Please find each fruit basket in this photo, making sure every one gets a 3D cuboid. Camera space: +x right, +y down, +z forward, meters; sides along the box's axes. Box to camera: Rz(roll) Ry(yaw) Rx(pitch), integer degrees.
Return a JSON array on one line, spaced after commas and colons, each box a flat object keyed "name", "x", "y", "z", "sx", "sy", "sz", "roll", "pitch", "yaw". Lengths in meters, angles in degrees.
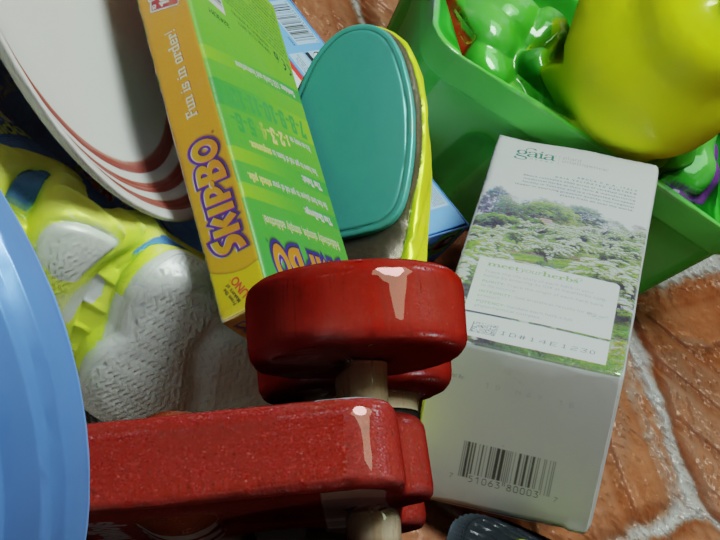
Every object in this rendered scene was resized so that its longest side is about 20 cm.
[{"name": "fruit basket", "x": 0.121, "y": -0.099, "z": 1.067, "sx": 0.215, "sy": 0.216, "sz": 0.156, "roll": 30, "pitch": 33, "yaw": -19}]

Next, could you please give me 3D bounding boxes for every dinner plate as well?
[{"name": "dinner plate", "x": -0.109, "y": -0.109, "z": 0.814, "sx": 0.201, "sy": 0.024, "sz": 0.201, "roll": 56, "pitch": 22, "yaw": -37}]

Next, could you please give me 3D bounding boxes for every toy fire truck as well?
[{"name": "toy fire truck", "x": -0.049, "y": 0.069, "z": 0.677, "sx": 0.166, "sy": 0.200, "sz": 0.113, "roll": -4, "pitch": 79, "yaw": -2}]

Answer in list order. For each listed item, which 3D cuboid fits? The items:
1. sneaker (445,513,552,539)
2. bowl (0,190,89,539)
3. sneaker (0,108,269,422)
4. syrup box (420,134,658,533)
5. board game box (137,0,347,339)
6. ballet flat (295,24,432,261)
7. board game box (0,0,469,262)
[{"name": "sneaker", "x": 0.047, "y": 0.145, "z": 0.831, "sx": 0.065, "sy": 0.079, "sz": 0.200, "roll": 22, "pitch": 9, "yaw": 14}, {"name": "bowl", "x": -0.157, "y": 0.035, "z": 0.569, "sx": 0.201, "sy": 0.201, "sz": 0.039, "roll": 50, "pitch": 37, "yaw": 13}, {"name": "sneaker", "x": -0.109, "y": -0.012, "z": 0.820, "sx": 0.200, "sy": 0.076, "sz": 0.105, "roll": 35, "pitch": 17, "yaw": -34}, {"name": "syrup box", "x": 0.079, "y": 0.021, "z": 0.956, "sx": 0.078, "sy": 0.082, "sz": 0.200, "roll": 12, "pitch": 29, "yaw": 6}, {"name": "board game box", "x": -0.040, "y": -0.039, "z": 0.835, "sx": 0.095, "sy": 0.030, "sz": 0.201, "roll": 38, "pitch": 28, "yaw": -57}, {"name": "ballet flat", "x": 0.000, "y": 0.000, "z": 0.897, "sx": 0.067, "sy": 0.066, "sz": 0.202, "roll": 51, "pitch": 37, "yaw": -62}, {"name": "board game box", "x": -0.055, "y": -0.052, "z": 0.965, "sx": 0.152, "sy": 0.037, "sz": 0.199, "roll": 52, "pitch": 31, "yaw": 13}]
